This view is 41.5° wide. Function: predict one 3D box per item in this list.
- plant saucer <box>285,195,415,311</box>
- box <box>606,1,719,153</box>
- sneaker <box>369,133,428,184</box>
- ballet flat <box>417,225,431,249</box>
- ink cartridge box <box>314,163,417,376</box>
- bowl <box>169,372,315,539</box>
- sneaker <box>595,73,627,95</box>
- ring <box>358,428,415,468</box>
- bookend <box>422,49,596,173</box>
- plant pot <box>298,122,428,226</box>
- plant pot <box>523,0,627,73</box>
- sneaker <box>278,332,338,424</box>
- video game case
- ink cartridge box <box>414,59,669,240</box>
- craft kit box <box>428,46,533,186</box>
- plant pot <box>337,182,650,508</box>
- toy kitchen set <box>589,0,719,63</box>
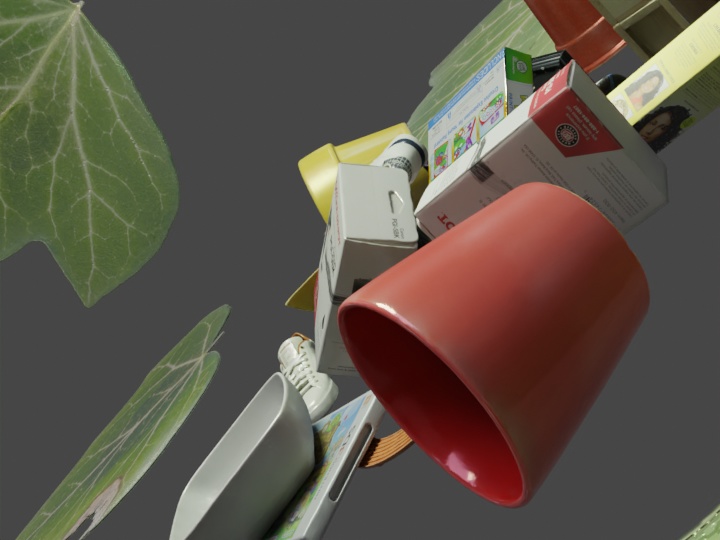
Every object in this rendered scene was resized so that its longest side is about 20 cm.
[{"bbox_3d":[0.002,-0.016,1.314,0.200,0.048,0.200,-46,-5,13],"label":"plant saucer"},{"bbox_3d":[0.309,-0.178,0.916,0.200,0.075,0.051,-42,52,31],"label":"box"},{"bbox_3d":[0.022,-0.108,1.361,0.201,0.076,0.081,-55,6,46],"label":"sneaker"},{"bbox_3d":[0.048,-0.015,1.218,0.067,0.056,0.200,-61,10,-28],"label":"ballet flat"},{"bbox_3d":[0.000,0.000,1.099,0.148,0.081,0.202,-96,14,-50],"label":"ink cartridge box"},{"bbox_3d":[-0.117,0.219,1.027,0.201,0.074,0.200,-53,10,1],"label":"bowl"},{"bbox_3d":[0.219,-0.129,1.025,0.199,0.076,0.077,-40,9,-20],"label":"sneaker"},{"bbox_3d":[0.060,0.125,0.979,0.200,0.019,0.201,-46,13,13],"label":"ring"},{"bbox_3d":[0.202,-0.181,1.275,0.201,0.092,0.199,-49,13,-1],"label":"bookend"},{"bbox_3d":[0.025,-0.138,1.562,0.187,0.203,0.201,-29,14,5],"label":"plant pot"},{"bbox_3d":[0.320,-0.425,1.388,0.201,0.195,0.201,-44,12,12],"label":"plant pot"},{"bbox_3d":[-0.080,0.142,1.257,0.073,0.085,0.200,-43,14,8],"label":"sneaker"},{"bbox_3d":[-0.053,0.221,1.002,0.200,0.022,0.183,-40,16,55],"label":"video game case"},{"bbox_3d":[0.172,-0.076,0.917,0.199,0.147,0.083,-38,13,31],"label":"ink cartridge box"},{"bbox_3d":[0.145,-0.134,1.164,0.200,0.048,0.201,142,136,-60],"label":"craft kit box"},{"bbox_3d":[0.108,0.043,0.714,0.177,0.201,0.200,-42,10,-19],"label":"plant pot"},{"bbox_3d":[0.376,-0.389,1.113,0.162,0.180,0.201,-29,26,52],"label":"toy kitchen set"}]
